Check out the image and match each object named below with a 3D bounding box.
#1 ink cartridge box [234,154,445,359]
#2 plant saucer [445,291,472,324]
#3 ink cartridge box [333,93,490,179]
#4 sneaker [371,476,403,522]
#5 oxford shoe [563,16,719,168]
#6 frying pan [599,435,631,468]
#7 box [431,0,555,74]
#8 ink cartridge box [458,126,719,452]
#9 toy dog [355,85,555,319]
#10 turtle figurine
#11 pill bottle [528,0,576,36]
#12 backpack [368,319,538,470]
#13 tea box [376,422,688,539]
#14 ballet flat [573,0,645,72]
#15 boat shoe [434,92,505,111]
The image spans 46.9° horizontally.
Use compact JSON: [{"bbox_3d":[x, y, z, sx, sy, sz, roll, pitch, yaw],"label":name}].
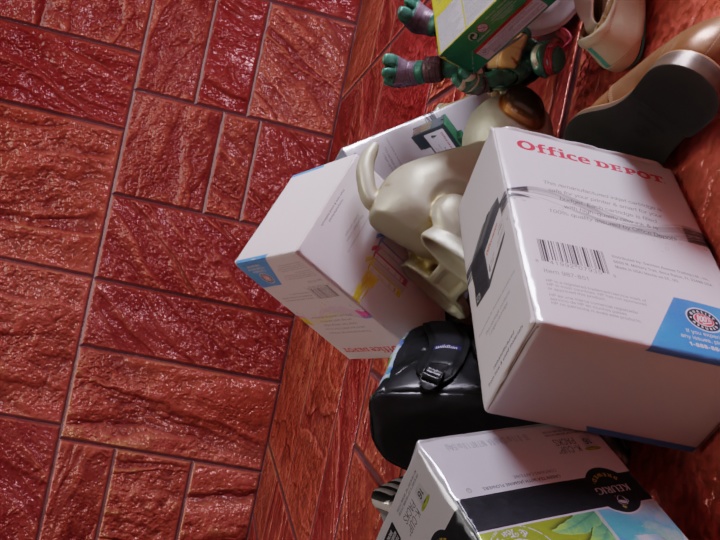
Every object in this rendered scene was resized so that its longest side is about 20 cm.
[{"bbox_3d":[0.000,0.000,0.870,0.128,0.200,0.125,-8,46,54],"label":"ink cartridge box"},{"bbox_3d":[0.131,0.001,0.994,0.200,0.029,0.200,-168,90,-79],"label":"plant saucer"},{"bbox_3d":[0.065,-0.118,0.985,0.084,0.200,0.146,61,159,8],"label":"ink cartridge box"},{"bbox_3d":[0.089,0.282,0.834,0.200,0.075,0.116,-1,105,63],"label":"sneaker"},{"bbox_3d":[0.218,-0.123,0.616,0.071,0.071,0.200,-52,4,-15],"label":"oxford shoe"},{"bbox_3d":[0.152,0.067,0.603,0.031,0.115,0.190,-27,46,19],"label":"frying pan"},{"bbox_3d":[0.112,-0.287,0.741,0.117,0.048,0.200,-37,46,43],"label":"box"},{"bbox_3d":[0.151,0.005,0.550,0.200,0.145,0.084,-89,15,-48],"label":"ink cartridge box"},{"bbox_3d":[0.112,-0.082,0.801,0.200,0.194,0.140,-47,-14,-17],"label":"toy dog"},{"bbox_3d":[0.124,-0.218,0.808,0.150,0.200,0.101,-63,-37,-24],"label":"turtle figurine"},{"bbox_3d":[0.168,-0.321,0.934,0.200,0.111,0.111,-112,36,-72],"label":"pill bottle"},{"bbox_3d":[0.093,0.110,0.742,0.200,0.163,0.154,-83,-7,-64],"label":"backpack"},{"bbox_3d":[0.097,0.227,0.466,0.197,0.133,0.200,53,135,46],"label":"tea box"},{"bbox_3d":[0.219,-0.270,0.724,0.069,0.069,0.200,130,151,-69],"label":"ballet flat"},{"bbox_3d":[0.131,-0.194,1.081,0.200,0.076,0.072,152,130,-76],"label":"boat shoe"}]
